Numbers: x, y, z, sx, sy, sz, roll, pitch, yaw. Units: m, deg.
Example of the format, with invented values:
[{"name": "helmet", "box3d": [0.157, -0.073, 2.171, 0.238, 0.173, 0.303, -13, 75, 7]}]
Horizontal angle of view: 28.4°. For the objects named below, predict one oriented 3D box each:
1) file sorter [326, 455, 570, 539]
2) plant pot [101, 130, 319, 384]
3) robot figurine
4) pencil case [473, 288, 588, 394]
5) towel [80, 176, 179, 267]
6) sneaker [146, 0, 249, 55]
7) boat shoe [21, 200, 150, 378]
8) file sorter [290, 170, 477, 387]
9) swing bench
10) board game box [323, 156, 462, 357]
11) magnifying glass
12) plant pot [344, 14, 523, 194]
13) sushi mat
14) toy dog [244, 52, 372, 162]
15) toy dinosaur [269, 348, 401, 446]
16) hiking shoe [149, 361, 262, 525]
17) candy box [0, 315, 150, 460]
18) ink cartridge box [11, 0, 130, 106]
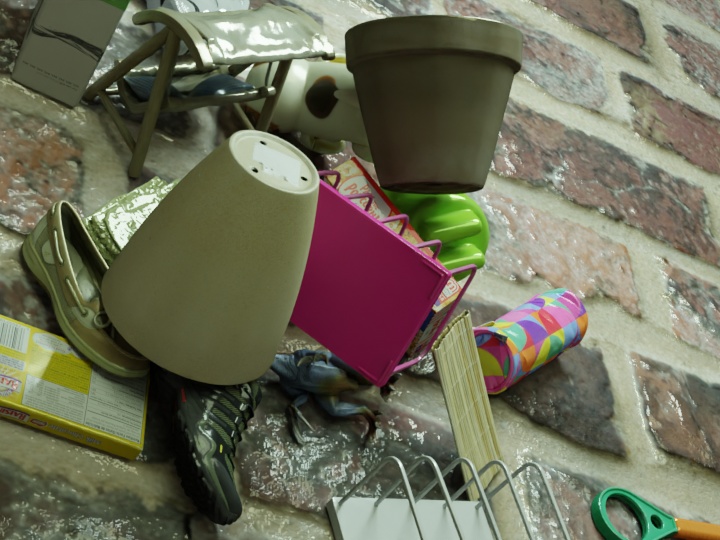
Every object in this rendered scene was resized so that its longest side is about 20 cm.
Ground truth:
[{"name": "file sorter", "box3d": [0.093, 0.269, 1.439, 0.199, 0.125, 0.139, 8, 49, -35]}, {"name": "plant pot", "box3d": [-0.123, -0.028, 1.356, 0.187, 0.200, 0.188, 23, 31, -15]}, {"name": "robot figurine", "box3d": [0.080, -0.053, 1.706, 0.115, 0.176, 0.200, -15, 23, -13]}, {"name": "pencil case", "box3d": [0.200, 0.082, 1.741, 0.200, 0.088, 0.088, -20, 68, -50]}, {"name": "towel", "box3d": [-0.190, -0.004, 1.493, 0.200, 0.036, 0.148, 49, 40, 5]}, {"name": "sneaker", "box3d": [-0.213, -0.353, 1.812, 0.115, 0.075, 0.200, 4, 57, -38]}, {"name": "boat shoe", "box3d": [-0.263, 0.020, 1.402, 0.073, 0.063, 0.201, 3, 43, -51]}, {"name": "file sorter", "box3d": [0.000, 0.000, 1.494, 0.200, 0.139, 0.125, 36, 18, 17]}, {"name": "swing bench", "box3d": [-0.172, -0.224, 1.620, 0.199, 0.200, 0.130, -12, 62, -46]}, {"name": "board game box", "box3d": [0.025, -0.013, 1.625, 0.046, 0.152, 0.200, -34, 78, -21]}, {"name": "magnifying glass", "box3d": [0.360, 0.306, 1.712, 0.199, 0.022, 0.080, 15, 45, -30]}, {"name": "plant pot", "box3d": [0.079, -0.177, 1.580, 0.199, 0.200, 0.174, 5, 85, -37]}, {"name": "sushi mat", "box3d": [0.120, 0.150, 1.567, 0.096, 0.012, 0.201, -44, 126, -50]}, {"name": "toy dog", "box3d": [-0.047, -0.202, 1.748, 0.199, 0.140, 0.194, 13, 14, 15]}, {"name": "toy dinosaur", "box3d": [-0.058, 0.122, 1.521, 0.181, 0.105, 0.200, 23, 7, -8]}, {"name": "hiking shoe", "box3d": [-0.134, 0.144, 1.376, 0.100, 0.076, 0.201, -11, 72, -24]}, {"name": "candy box", "box3d": [-0.295, 0.104, 1.344, 0.200, 0.026, 0.102, 23, 42, -22]}, {"name": "ink cartridge box", "box3d": [-0.307, -0.307, 1.586, 0.084, 0.200, 0.146, 23, 41, -18]}]
